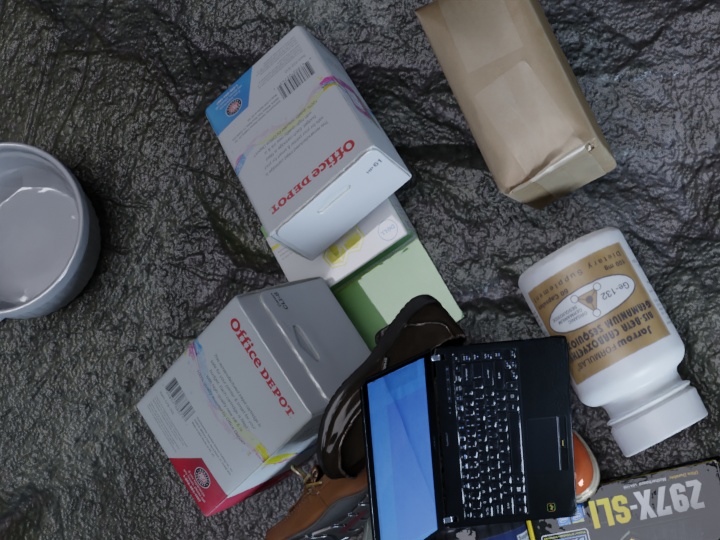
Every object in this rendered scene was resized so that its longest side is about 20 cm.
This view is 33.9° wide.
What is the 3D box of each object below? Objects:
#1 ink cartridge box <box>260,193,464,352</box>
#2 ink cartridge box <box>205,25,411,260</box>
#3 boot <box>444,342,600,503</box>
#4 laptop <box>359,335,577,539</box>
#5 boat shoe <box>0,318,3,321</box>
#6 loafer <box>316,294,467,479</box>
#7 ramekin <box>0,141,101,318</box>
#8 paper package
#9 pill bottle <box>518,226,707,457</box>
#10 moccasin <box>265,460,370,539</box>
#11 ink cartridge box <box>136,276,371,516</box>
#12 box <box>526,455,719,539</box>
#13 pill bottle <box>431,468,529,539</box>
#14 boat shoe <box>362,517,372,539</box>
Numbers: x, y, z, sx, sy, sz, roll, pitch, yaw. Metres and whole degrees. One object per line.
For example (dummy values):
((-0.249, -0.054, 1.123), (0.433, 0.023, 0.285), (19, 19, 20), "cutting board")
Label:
((0.000, 0.000, 1.273), (0.145, 0.048, 0.201), (-33, 75, 16), "ink cartridge box")
((-0.058, -0.133, 1.245), (0.144, 0.085, 0.201), (-39, 53, 14), "ink cartridge box")
((0.149, 0.148, 1.160), (0.075, 0.107, 0.200), (-46, 65, -2), "boot")
((0.103, 0.164, 1.069), (0.198, 0.103, 0.179), (-5, 100, -1), "laptop")
((-0.511, -0.013, 1.453), (0.072, 0.068, 0.201), (-39, 76, 15), "boat shoe")
((0.031, 0.117, 1.124), (0.071, 0.073, 0.201), (30, 85, 36), "loafer")
((-0.397, -0.039, 1.372), (0.198, 0.105, 0.202), (-2, 78, 7), "ramekin")
((0.155, -0.172, 1.143), (0.103, 0.190, 0.201), (-27, 79, 15), "paper package")
((0.246, 0.070, 1.140), (0.114, 0.114, 0.201), (-31, 78, 17), "pill bottle")
((-0.028, 0.225, 1.207), (0.201, 0.073, 0.078), (-48, 49, 31), "moccasin")
((-0.100, 0.127, 1.225), (0.200, 0.144, 0.146), (-44, 73, 33), "ink cartridge box")
((0.274, 0.281, 1.157), (0.199, 0.049, 0.161), (-16, 81, 20), "box")
((0.119, 0.296, 1.179), (0.111, 0.112, 0.202), (-16, 83, 19), "pill bottle")
((0.038, 0.250, 1.240), (0.075, 0.060, 0.202), (-13, 85, 39), "boat shoe")
